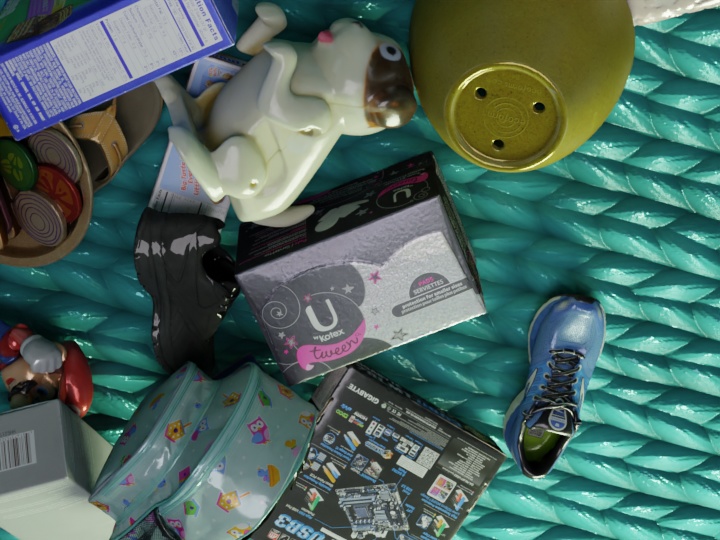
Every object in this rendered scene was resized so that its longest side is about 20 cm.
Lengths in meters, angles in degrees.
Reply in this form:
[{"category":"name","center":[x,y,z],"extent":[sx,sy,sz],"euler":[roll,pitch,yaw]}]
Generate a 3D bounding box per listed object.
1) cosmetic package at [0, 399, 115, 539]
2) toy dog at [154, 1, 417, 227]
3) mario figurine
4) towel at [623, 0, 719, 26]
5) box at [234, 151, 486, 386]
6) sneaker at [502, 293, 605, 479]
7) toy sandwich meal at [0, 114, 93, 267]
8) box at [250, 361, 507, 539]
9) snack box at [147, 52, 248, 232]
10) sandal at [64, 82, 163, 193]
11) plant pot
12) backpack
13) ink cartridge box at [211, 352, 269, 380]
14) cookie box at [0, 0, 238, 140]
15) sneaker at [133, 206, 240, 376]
[{"category":"cosmetic package","center":[-0.292,0.205,1.445],"extent":[0.106,0.091,0.200],"euler":[-15,154,5]},{"category":"toy dog","center":[-0.048,-0.133,1.289],"extent":[0.200,0.140,0.194],"euler":[-31,117,7]},{"category":"mario figurine","center":[-0.346,0.087,1.422],"extent":[0.200,0.123,0.106],"euler":[31,90,-10]},{"category":"towel","center":[0.246,-0.292,1.240],"extent":[0.199,0.032,0.191],"euler":[-8,129,38]},{"category":"box","center":[0.000,0.000,1.387],"extent":[0.199,0.115,0.133],"euler":[-20,114,9]},{"category":"sneaker","center":[0.194,0.116,1.461],"extent":[0.078,0.089,0.201],"euler":[9,115,-7]},{"category":"toy sandwich meal","center":[-0.336,-0.077,1.344],"extent":[0.204,0.070,0.206],"euler":[9,121,16]},{"category":"box","center":[0.011,0.214,1.494],"extent":[0.200,0.050,0.199],"euler":[30,98,-20]},{"category":"snack box","center":[-0.144,-0.101,1.386],"extent":[0.072,0.024,0.201],"euler":[17,114,-10]},{"category":"sandal","center":[-0.246,-0.113,1.361],"extent":[0.080,0.054,0.200],"euler":[35,110,-16]},{"category":"plant pot","center":[0.128,-0.163,1.272],"extent":[0.199,0.142,0.201],"euler":[6,124,9]},{"category":"backpack","center":[-0.139,0.172,1.373],"extent":[0.153,0.176,0.200],"euler":[45,133,-17]},{"category":"ink cartridge box","center":[-0.089,0.185,1.518],"extent":[0.099,0.039,0.200],"euler":[-34,111,15]},{"category":"cookie box","center":[-0.204,-0.208,1.254],"extent":[0.199,0.171,0.075],"euler":[-22,117,9]},{"category":"sneaker","center":[-0.151,0.029,1.400],"extent":[0.090,0.076,0.200],"euler":[-1,134,7]}]
